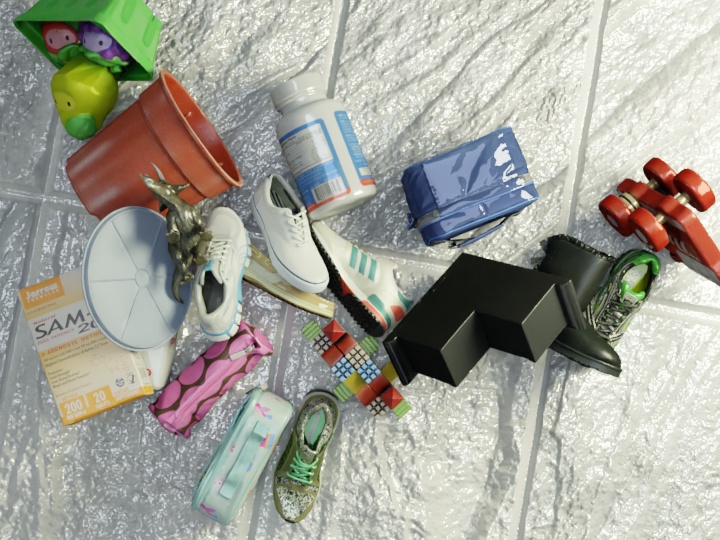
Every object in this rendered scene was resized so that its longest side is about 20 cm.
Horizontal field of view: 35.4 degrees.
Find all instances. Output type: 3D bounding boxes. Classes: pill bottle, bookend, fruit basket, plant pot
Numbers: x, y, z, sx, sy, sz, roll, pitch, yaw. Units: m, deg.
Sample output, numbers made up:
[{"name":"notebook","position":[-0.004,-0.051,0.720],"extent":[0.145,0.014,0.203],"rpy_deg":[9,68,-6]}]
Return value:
[{"name":"pill bottle","position":[-0.060,-0.186,1.677],"extent":[0.112,0.112,0.201],"rpy_deg":[-21,86,-2]},{"name":"bookend","position":[0.174,0.088,1.582],"extent":[0.199,0.199,0.092],"rpy_deg":[-47,130,-27]},{"name":"fruit basket","position":[-0.403,-0.304,1.642],"extent":[0.214,0.156,0.217],"rpy_deg":[-16,52,22]},{"name":"plant pot","position":[-0.307,-0.153,1.644],"extent":[0.195,0.201,0.201],"rpy_deg":[-33,87,6]}]

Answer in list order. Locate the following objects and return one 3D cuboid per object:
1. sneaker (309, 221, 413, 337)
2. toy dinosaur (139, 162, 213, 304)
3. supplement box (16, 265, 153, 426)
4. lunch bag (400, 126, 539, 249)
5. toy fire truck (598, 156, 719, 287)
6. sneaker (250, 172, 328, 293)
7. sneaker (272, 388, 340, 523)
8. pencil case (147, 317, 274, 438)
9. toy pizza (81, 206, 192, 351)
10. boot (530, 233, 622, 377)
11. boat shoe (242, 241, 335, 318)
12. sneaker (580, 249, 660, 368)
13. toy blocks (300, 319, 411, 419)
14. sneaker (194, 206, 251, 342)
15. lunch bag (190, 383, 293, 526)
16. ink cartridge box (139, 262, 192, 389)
[{"name":"sneaker","position":[0.000,0.000,1.696],"extent":[0.093,0.070,0.200],"rpy_deg":[-32,78,-28]},{"name":"toy dinosaur","position":[-0.243,-0.047,1.566],"extent":[0.076,0.102,0.201],"rpy_deg":[-15,129,-7]},{"name":"supplement box","position":[-0.386,0.102,1.591],"extent":[0.125,0.074,0.201],"rpy_deg":[-21,86,-2]},{"name":"lunch bag","position":[0.155,-0.109,1.660],"extent":[0.199,0.136,0.133],"rpy_deg":[-23,86,-1]},{"name":"toy fire truck","position":[0.450,-0.060,1.638],"extent":[0.112,0.200,0.168],"rpy_deg":[-40,114,-2]},{"name":"sneaker","position":[-0.103,-0.057,1.649],"extent":[0.073,0.071,0.200],"rpy_deg":[-14,58,-34]},{"name":"sneaker","position":[-0.084,0.273,1.656],"extent":[0.076,0.089,0.201],"rpy_deg":[14,87,1]},{"name":"pencil case","position":[-0.220,0.160,1.659],"extent":[0.200,0.094,0.091],"rpy_deg":[-47,114,-1]},{"name":"toy pizza","position":[-0.312,0.012,1.568],"extent":[0.032,0.200,0.202],"rpy_deg":[-5,85,37]},{"name":"boot","position":[0.322,0.047,1.642],"extent":[0.198,0.073,0.163],"rpy_deg":[28,92,39]},{"name":"boat shoe","position":[-0.120,0.005,1.681],"extent":[0.199,0.074,0.067],"rpy_deg":[28,85,2]},{"name":"sneaker","position":[0.375,0.053,1.675],"extent":[0.078,0.085,0.201],"rpy_deg":[29,87,2]},{"name":"toy blocks","position":[-0.006,0.143,1.641],"extent":[0.100,0.137,0.200],"rpy_deg":[-41,87,-3]},{"name":"sneaker","position":[-0.201,-0.006,1.615],"extent":[0.074,0.087,0.201],"rpy_deg":[-4,68,7]},{"name":"lunch bag","position":[-0.169,0.260,1.621],"extent":[0.077,0.160,0.201],"rpy_deg":[28,87,1]},{"name":"ink cartridge box","position":[-0.341,0.066,1.672],"extent":[0.144,0.085,0.201],"rpy_deg":[11,85,1]}]
